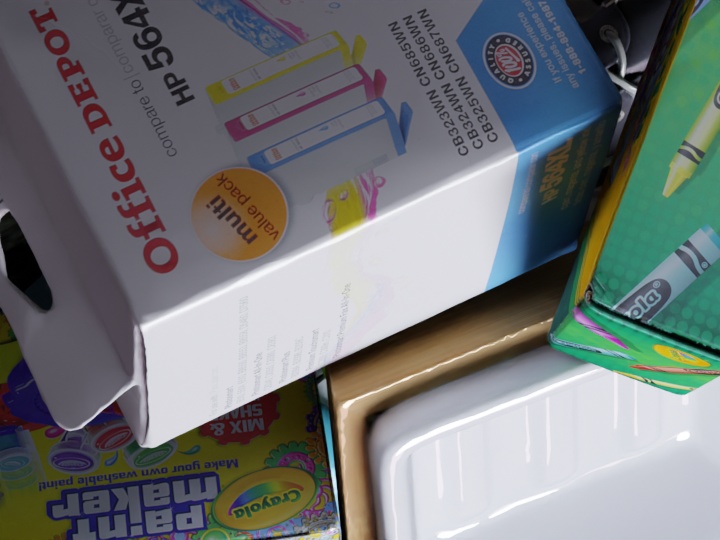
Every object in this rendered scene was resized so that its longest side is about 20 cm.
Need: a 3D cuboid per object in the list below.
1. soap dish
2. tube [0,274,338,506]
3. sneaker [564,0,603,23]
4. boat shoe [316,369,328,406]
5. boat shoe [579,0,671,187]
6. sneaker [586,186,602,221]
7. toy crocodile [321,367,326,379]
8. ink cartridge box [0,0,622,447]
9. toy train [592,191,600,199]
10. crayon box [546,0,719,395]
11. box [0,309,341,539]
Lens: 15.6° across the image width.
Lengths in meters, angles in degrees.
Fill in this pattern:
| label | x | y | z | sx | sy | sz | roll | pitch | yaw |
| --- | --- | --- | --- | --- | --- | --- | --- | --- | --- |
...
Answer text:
| label | x | y | z | sx | sy | sz | roll | pitch | yaw |
| --- | --- | --- | --- | --- | --- | --- | --- | --- | --- |
| soap dish | 0.077 | 0.060 | 1.007 | 0.199 | 0.081 | 0.158 | -21 | 135 | -17 |
| tube | -0.069 | 0.058 | 1.134 | 0.199 | 0.051 | 0.077 | 31 | 122 | -30 |
| sneaker | 0.093 | -0.149 | 0.877 | 0.099 | 0.071 | 0.200 | -24 | 159 | 2 |
| boat shoe | 0.007 | -0.004 | 1.162 | 0.060 | 0.076 | 0.200 | 39 | 112 | -23 |
| boat shoe | 0.086 | -0.061 | 0.988 | 0.199 | 0.073 | 0.063 | -32 | -171 | 11 |
| sneaker | 0.172 | -0.042 | 1.302 | 0.199 | 0.074 | 0.088 | -10 | 157 | -47 |
| toy crocodile | 0.000 | 0.000 | 1.084 | 0.067 | 0.062 | 0.201 | -28 | 128 | -9 |
| ink cartridge box | -0.035 | -0.041 | 0.887 | 0.199 | 0.129 | 0.125 | -25 | 163 | -13 |
| toy train | 0.178 | -0.043 | 1.175 | 0.199 | 0.056 | 0.150 | -19 | -171 | -22 |
| crayon box | 0.128 | -0.064 | 0.887 | 0.119 | 0.058 | 0.201 | 102 | 9 | -82 |
| box | -0.110 | 0.120 | 1.055 | 0.198 | 0.123 | 0.193 | -6 | 141 | -4 |
